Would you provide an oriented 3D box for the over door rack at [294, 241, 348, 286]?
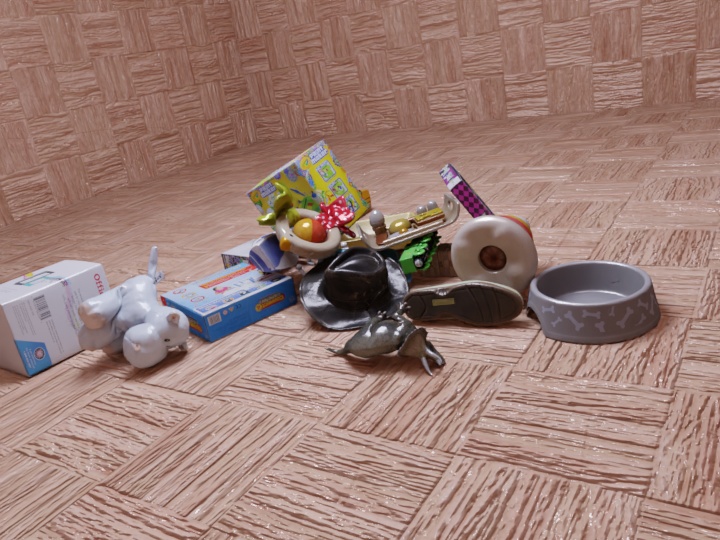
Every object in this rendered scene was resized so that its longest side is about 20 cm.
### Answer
[{"bbox_3d":[-0.096,-0.010,1.324,0.200,0.067,0.148,9,26,43],"label":"over door rack"}]

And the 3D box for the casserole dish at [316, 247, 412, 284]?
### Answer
[{"bbox_3d":[0.000,0.000,1.202,0.199,0.039,0.121,-2,43,0],"label":"casserole dish"}]

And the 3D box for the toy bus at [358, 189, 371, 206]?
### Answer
[{"bbox_3d":[-0.043,-0.174,1.728,0.065,0.078,0.200,2,23,28],"label":"toy bus"}]

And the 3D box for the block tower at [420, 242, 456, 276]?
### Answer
[{"bbox_3d":[0.209,-0.024,1.224,0.200,0.054,0.058,-1,23,25],"label":"block tower"}]

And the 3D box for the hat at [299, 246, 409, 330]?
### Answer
[{"bbox_3d":[-0.011,0.012,1.107,0.200,0.081,0.201,0,49,0],"label":"hat"}]

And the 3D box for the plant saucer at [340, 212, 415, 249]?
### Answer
[{"bbox_3d":[0.038,-0.081,1.467,0.199,0.049,0.200,-9,16,2],"label":"plant saucer"}]

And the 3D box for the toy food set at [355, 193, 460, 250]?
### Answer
[{"bbox_3d":[0.090,-0.104,1.229,0.200,0.061,0.144,-20,14,1],"label":"toy food set"}]

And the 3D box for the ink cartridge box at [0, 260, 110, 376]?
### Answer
[{"bbox_3d":[-0.600,0.084,1.204,0.146,0.147,0.200,4,24,37],"label":"ink cartridge box"}]

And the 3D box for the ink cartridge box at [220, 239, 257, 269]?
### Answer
[{"bbox_3d":[-0.220,-0.029,1.465,0.200,0.050,0.109,8,26,38],"label":"ink cartridge box"}]

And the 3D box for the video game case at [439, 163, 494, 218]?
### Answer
[{"bbox_3d":[0.246,-0.124,1.290,0.036,0.200,0.181,-40,16,13],"label":"video game case"}]

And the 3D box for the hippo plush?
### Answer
[{"bbox_3d":[-0.377,0.101,1.111,0.161,0.159,0.200,33,55,20],"label":"hippo plush"}]

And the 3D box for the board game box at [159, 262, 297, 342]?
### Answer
[{"bbox_3d":[-0.263,0.056,1.241,0.200,0.056,0.196,-24,24,-34],"label":"board game box"}]

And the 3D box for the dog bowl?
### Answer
[{"bbox_3d":[0.355,0.041,0.966,0.200,0.059,0.200,-10,20,4],"label":"dog bowl"}]

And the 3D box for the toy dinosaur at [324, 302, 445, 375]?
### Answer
[{"bbox_3d":[0.031,0.100,0.944,0.200,0.077,0.102,-1,15,17],"label":"toy dinosaur"}]

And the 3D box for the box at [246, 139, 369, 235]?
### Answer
[{"bbox_3d":[-0.124,-0.163,1.459,0.200,0.193,0.122,-20,21,46],"label":"box"}]

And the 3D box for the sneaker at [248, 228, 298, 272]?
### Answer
[{"bbox_3d":[-0.181,-0.037,1.300,0.115,0.081,0.199,-28,10,28],"label":"sneaker"}]

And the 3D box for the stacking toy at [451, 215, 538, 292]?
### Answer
[{"bbox_3d":[0.255,-0.054,1.097,0.146,0.146,0.200,1,24,29],"label":"stacking toy"}]

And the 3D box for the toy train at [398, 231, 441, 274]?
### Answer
[{"bbox_3d":[0.115,-0.045,1.197,0.056,0.042,0.200,-15,17,20],"label":"toy train"}]

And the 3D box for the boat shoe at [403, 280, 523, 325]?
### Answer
[{"bbox_3d":[0.174,0.048,1.036,0.200,0.072,0.076,2,7,28],"label":"boat shoe"}]

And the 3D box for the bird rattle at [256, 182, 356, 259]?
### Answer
[{"bbox_3d":[-0.099,-0.078,1.213,0.200,0.113,0.163,18,38,-24],"label":"bird rattle"}]
